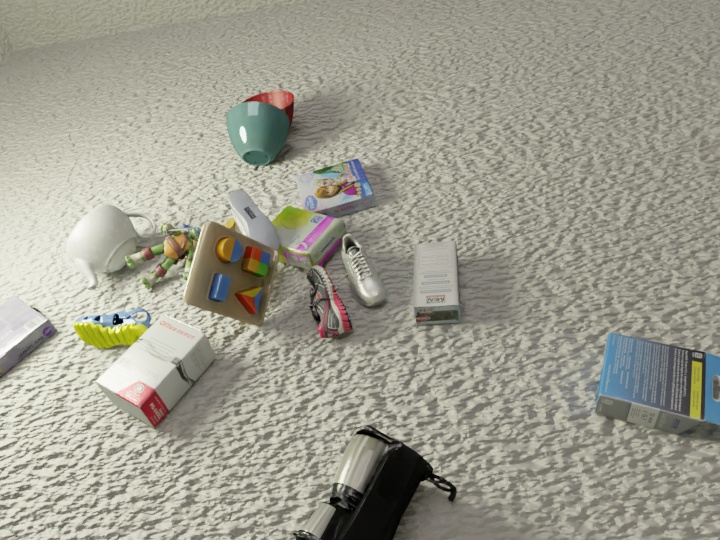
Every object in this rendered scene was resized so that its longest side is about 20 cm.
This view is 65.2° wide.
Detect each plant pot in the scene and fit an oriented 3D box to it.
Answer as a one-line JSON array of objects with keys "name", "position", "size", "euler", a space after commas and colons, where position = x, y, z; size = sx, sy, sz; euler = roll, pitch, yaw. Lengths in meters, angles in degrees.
[{"name": "plant pot", "position": [-0.322, -0.410, 1.765], "size": [0.197, 0.200, 0.137], "euler": [-5, 71, 9]}]

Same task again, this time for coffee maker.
[{"name": "coffee maker", "position": [0.025, 0.373, 0.869], "size": [0.190, 0.136, 0.201], "euler": [14, 50, 26]}]

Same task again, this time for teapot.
[{"name": "teapot", "position": [-0.667, -0.069, 1.508], "size": [0.145, 0.197, 0.201], "euler": [35, 98, -2]}]

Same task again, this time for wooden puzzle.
[{"name": "wooden puzzle", "position": [-0.274, 0.009, 1.247], "size": [0.046, 0.199, 0.188], "euler": [-3, 70, 47]}]

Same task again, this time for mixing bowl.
[{"name": "mixing bowl", "position": [-0.308, -0.516, 1.905], "size": [0.197, 0.109, 0.202], "euler": [-7, 39, 5]}]

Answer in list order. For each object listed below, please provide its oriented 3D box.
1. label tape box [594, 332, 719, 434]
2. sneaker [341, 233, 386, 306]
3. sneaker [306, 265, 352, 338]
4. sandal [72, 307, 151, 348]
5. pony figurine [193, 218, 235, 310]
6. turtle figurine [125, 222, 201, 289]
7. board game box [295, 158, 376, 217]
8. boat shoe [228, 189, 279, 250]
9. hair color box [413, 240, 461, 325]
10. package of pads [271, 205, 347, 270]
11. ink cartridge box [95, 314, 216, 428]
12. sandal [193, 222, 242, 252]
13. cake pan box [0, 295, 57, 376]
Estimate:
[{"name": "label tape box", "position": [0.522, 0.200, 0.976], "size": [0.197, 0.067, 0.144], "euler": [12, 49, 22]}, {"name": "sneaker", "position": [0.000, 0.000, 1.309], "size": [0.075, 0.081, 0.201], "euler": [-21, 45, -11]}, {"name": "sneaker", "position": [-0.086, 0.064, 1.263], "size": [0.074, 0.081, 0.201], "euler": [-23, 44, -7]}, {"name": "sandal", "position": [-0.576, 0.131, 1.330], "size": [0.197, 0.080, 0.088], "euler": [3, 41, 5]}, {"name": "pony figurine", "position": [-0.320, -0.002, 1.339], "size": [0.164, 0.201, 0.195], "euler": [15, 65, 19]}, {"name": "turtle figurine", "position": [-0.481, -0.038, 1.423], "size": [0.193, 0.145, 0.200], "euler": [-34, 52, -8]}, {"name": "board game box", "position": [-0.075, -0.226, 1.593], "size": [0.197, 0.042, 0.201], "euler": [-17, 43, -3]}, {"name": "boat shoe", "position": [-0.263, -0.110, 1.405], "size": [0.073, 0.066, 0.201], "euler": [-24, 70, -20]}, {"name": "hair color box", "position": [0.170, 0.024, 1.253], "size": [0.097, 0.061, 0.202], "euler": [-4, 43, 11]}, {"name": "package of pads", "position": [-0.154, -0.082, 1.442], "size": [0.198, 0.069, 0.155], "euler": [16, 50, 32]}, {"name": "ink cartridge box", "position": [-0.428, 0.208, 1.197], "size": [0.144, 0.084, 0.201], "euler": [17, 50, 29]}, {"name": "sandal", "position": [-0.365, -0.087, 1.513], "size": [0.209, 0.079, 0.069], "euler": [-11, 0, 30]}, {"name": "cake pan box", "position": [-0.879, 0.163, 1.388], "size": [0.182, 0.053, 0.200], "euler": [21, 53, 29]}]
